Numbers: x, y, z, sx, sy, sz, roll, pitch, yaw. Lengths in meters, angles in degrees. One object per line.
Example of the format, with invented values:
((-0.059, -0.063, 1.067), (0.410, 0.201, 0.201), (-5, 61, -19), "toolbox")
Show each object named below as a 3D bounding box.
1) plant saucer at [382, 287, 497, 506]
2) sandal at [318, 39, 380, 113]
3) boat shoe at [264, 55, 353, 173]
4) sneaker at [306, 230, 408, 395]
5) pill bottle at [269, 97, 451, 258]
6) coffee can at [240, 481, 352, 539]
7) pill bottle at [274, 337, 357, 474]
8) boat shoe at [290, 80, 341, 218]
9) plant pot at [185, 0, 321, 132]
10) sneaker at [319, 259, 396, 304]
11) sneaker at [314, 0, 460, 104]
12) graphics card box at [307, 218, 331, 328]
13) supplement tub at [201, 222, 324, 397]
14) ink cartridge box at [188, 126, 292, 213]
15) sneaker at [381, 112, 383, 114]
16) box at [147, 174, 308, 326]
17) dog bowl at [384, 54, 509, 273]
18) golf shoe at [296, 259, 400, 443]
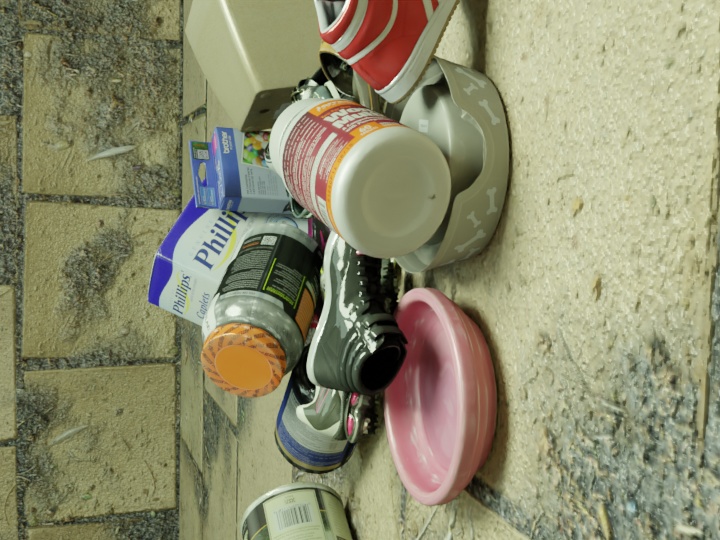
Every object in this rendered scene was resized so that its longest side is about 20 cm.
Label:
((0.076, 0.118, 0.851), (0.200, 0.050, 0.204), (180, 90, -72), "plant saucer")
((-0.016, -0.214, 0.941), (0.082, 0.054, 0.203), (83, 179, -66), "sandal")
((-0.049, -0.203, 1.039), (0.200, 0.057, 0.069), (-48, 32, 0), "boat shoe")
((0.011, 0.029, 0.872), (0.098, 0.070, 0.203), (17, 97, 47), "sneaker")
((-0.010, -0.093, 0.804), (0.200, 0.108, 0.111), (-140, 52, -58), "pill bottle")
((-0.067, 0.395, 1.131), (0.201, 0.144, 0.148), (-112, 29, -49), "coffee can")
((-0.037, 0.153, 1.091), (0.201, 0.110, 0.113), (111, 152, -46), "pill bottle")
((-0.047, -0.121, 0.971), (0.201, 0.061, 0.074), (97, 151, -59), "boat shoe")
((-0.112, -0.304, 1.218), (0.200, 0.197, 0.180), (138, 118, -66), "plant pot")
((0.000, 0.000, 1.038), (0.077, 0.074, 0.202), (-111, 27, -49), "sneaker")
((0.031, -0.261, 0.792), (0.071, 0.112, 0.202), (-12, 51, 56), "sneaker")
((-0.032, -0.019, 1.170), (0.125, 0.050, 0.204), (-174, 85, -71), "graphics card box")
((-0.115, 0.045, 1.061), (0.201, 0.121, 0.124), (-74, 0, -52), "supplement tub")
((-0.136, -0.139, 1.246), (0.042, 0.197, 0.121), (121, 144, -54), "ink cartridge box")
((-0.021, -0.183, 1.095), (0.200, 0.074, 0.072), (-130, 43, -62), "sneaker")
((-0.170, -0.012, 1.262), (0.106, 0.197, 0.185), (113, 180, -48), "box")
((0.075, -0.099, 0.838), (0.200, 0.058, 0.204), (180, 90, -71), "dog bowl")
((-0.011, 0.080, 0.960), (0.077, 0.087, 0.203), (47, -124, -70), "golf shoe")
